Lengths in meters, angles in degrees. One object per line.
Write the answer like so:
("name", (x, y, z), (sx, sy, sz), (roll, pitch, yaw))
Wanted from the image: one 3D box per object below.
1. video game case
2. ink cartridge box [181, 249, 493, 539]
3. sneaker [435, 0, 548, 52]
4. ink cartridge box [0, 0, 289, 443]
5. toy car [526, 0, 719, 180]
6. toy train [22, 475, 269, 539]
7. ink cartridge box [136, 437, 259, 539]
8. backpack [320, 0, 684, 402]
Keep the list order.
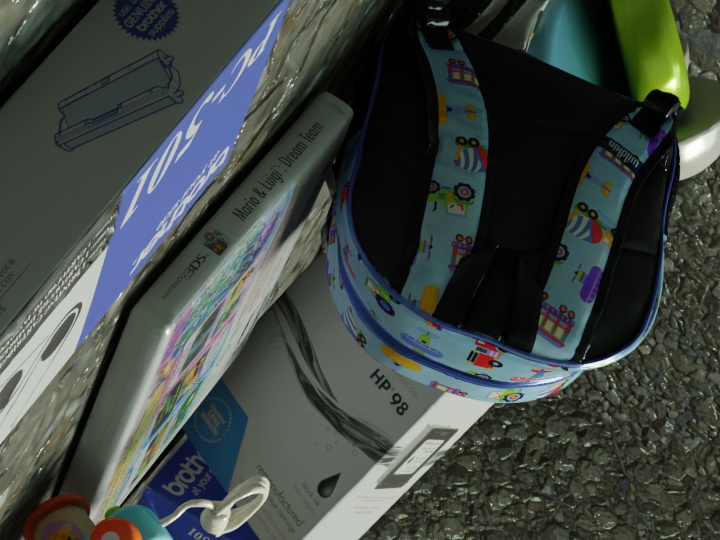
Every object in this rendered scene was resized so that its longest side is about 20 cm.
("video game case", (-0.081, 0.030, 1.021), (0.182, 0.024, 0.200), (-52, 173, -43))
("ink cartridge box", (0.003, 0.055, 1.167), (0.200, 0.116, 0.067), (-47, 154, 17))
("sneaker", (0.071, -0.146, 1.138), (0.200, 0.073, 0.080), (-55, -171, 38))
("ink cartridge box", (-0.096, -0.002, 0.587), (0.200, 0.044, 0.094), (-55, 175, -34))
("toy car", (0.122, -0.143, 1.223), (0.149, 0.176, 0.200), (-18, -152, -1))
("toy train", (-0.127, 0.159, 1.014), (0.150, 0.056, 0.201), (-20, 149, -44))
("ink cartridge box", (-0.057, 0.120, 1.287), (0.044, 0.094, 0.200), (-61, 173, 34))
("backpack", (0.064, -0.014, 1.062), (0.135, 0.181, 0.201), (118, -11, -46))
